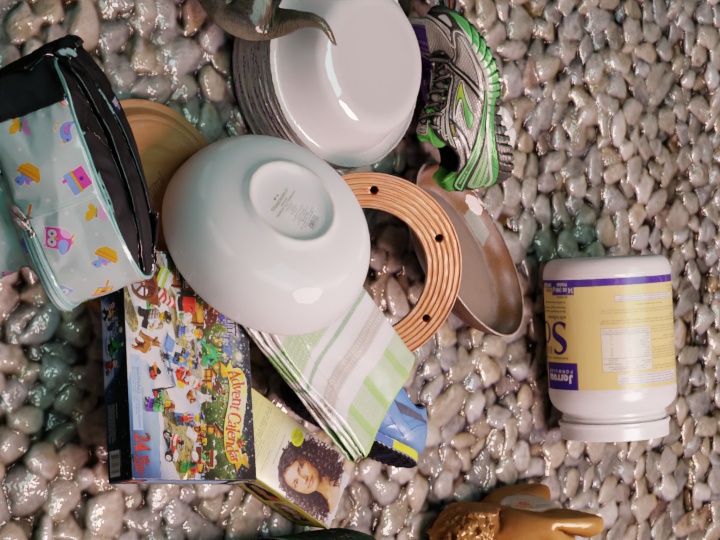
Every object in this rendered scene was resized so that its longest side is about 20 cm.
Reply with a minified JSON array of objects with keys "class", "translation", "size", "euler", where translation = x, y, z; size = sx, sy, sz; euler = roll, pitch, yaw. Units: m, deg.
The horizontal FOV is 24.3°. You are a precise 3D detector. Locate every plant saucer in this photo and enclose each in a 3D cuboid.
[{"class":"plant saucer","translation":[0.105,-0.018,1.741],"size":[0.200,0.032,0.201],"euler":[42,33,-36]},{"class":"plant saucer","translation":[-0.197,-0.055,1.503],"size":[0.199,0.032,0.202],"euler":[2,86,-44]}]

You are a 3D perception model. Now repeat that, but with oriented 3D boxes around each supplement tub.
[{"class":"supplement tub","translation":[0.280,0.085,1.875],"size":[0.145,0.145,0.202],"euler":[-3,91,-43]}]

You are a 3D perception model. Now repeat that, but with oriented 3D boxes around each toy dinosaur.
[{"class":"toy dinosaur","translation":[-0.112,-0.260,1.541],"size":[0.200,0.077,0.102],"euler":[41,81,-14]}]

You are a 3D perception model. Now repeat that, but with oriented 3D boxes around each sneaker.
[{"class":"sneaker","translation":[0.095,-0.178,1.752],"size":[0.084,0.080,0.200],"euler":[-52,121,-29]},{"class":"sneaker","translation":[0.096,-0.169,1.682],"size":[0.085,0.078,0.201],"euler":[-21,113,-16]},{"class":"sneaker","translation":[-0.004,0.126,1.660],"size":[0.200,0.066,0.079],"euler":[35,62,-39]}]

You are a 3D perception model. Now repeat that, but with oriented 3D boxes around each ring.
[{"class":"ring","translation":[0.000,0.000,1.624],"size":[0.199,0.019,0.202],"euler":[-3,108,-10]}]

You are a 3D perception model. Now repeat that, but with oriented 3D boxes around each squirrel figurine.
[{"class":"squirrel figurine","translation":[0.153,0.340,1.776],"size":[0.199,0.141,0.188],"euler":[-1,100,-30]}]

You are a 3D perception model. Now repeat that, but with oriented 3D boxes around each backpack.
[{"class":"backpack","translation":[-0.247,-0.067,1.347],"size":[0.153,0.176,0.201],"euler":[-28,106,1]}]

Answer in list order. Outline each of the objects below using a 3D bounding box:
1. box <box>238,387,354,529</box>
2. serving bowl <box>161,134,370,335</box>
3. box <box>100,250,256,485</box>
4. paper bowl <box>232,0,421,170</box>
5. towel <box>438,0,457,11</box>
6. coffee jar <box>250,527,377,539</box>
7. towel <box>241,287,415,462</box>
[{"class":"box","translation":[-0.094,0.168,1.580],"size":[0.200,0.050,0.076],"euler":[39,62,-35]},{"class":"serving bowl","translation":[-0.073,-0.044,1.490],"size":[0.199,0.066,0.201],"euler":[16,53,-22]},{"class":"box","translation":[-0.159,0.086,1.462],"size":[0.136,0.038,0.201],"euler":[7,74,-42]},{"class":"paper bowl","translation":[-0.020,-0.200,1.629],"size":[0.200,0.104,0.202],"euler":[2,87,-42]},{"class":"towel","translation":[0.076,-0.361,1.693],"size":[0.147,0.022,0.201],"euler":[71,10,-78]},{"class":"coffee jar","translation":[-0.077,0.292,1.555],"size":[0.199,0.104,0.086],"euler":[1,89,-43]},{"class":"towel","translation":[-0.026,0.059,1.561],"size":[0.200,0.031,0.150],"euler":[53,46,-24]}]
